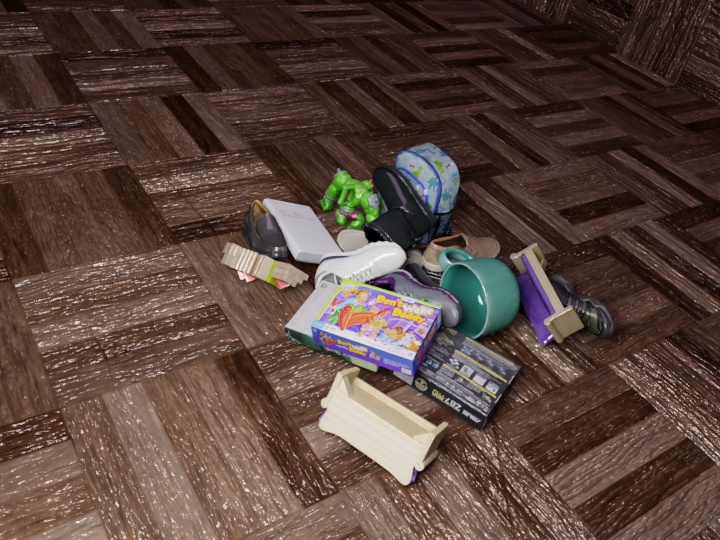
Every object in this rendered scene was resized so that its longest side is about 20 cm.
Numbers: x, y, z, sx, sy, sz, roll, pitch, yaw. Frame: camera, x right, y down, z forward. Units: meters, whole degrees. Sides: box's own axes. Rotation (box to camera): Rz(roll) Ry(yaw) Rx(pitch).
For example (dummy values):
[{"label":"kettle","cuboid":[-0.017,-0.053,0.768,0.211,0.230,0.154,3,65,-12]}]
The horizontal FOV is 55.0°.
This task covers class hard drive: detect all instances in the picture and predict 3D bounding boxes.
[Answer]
[{"label":"hard drive","cuboid":[-0.126,-0.086,1.533,0.130,0.026,0.201,8,34,-39]}]

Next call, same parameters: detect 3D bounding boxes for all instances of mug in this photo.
[{"label":"mug","cuboid":[0.245,0.035,1.393,0.113,0.189,0.151,-10,-2,-30]}]

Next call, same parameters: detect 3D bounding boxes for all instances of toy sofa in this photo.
[{"label":"toy sofa","cuboid":[0.373,0.051,1.440,0.097,0.083,0.202,-30,45,14]},{"label":"toy sofa","cuboid":[0.035,0.253,1.139,0.198,0.099,0.083,29,12,20]}]

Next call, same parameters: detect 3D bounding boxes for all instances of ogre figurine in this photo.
[{"label":"ogre figurine","cuboid":[-0.015,-0.150,1.600,0.097,0.121,0.201,-7,42,-24]}]

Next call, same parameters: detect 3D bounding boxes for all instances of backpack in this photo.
[{"label":"backpack","cuboid":[0.136,-0.181,1.617,0.145,0.202,0.183,-19,48,-35]}]

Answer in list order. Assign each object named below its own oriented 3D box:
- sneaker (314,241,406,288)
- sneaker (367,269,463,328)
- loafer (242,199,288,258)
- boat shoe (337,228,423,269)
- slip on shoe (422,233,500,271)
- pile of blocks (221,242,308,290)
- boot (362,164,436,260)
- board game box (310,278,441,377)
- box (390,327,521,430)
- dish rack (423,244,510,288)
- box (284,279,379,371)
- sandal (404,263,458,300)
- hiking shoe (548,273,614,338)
[{"label":"sneaker","cuboid":[0.000,0.000,1.413,0.197,0.077,0.081,-14,30,21]},{"label":"sneaker","cuboid":[0.102,0.064,1.324,0.087,0.076,0.199,-14,29,-39]},{"label":"loafer","cuboid":[-0.204,-0.086,1.466,0.072,0.073,0.200,-5,27,-30]},{"label":"boat shoe","cuboid":[0.045,-0.051,1.539,0.197,0.074,0.063,17,29,-2]},{"label":"slip on shoe","cuboid":[0.225,-0.050,1.506,0.197,0.061,0.076,-9,40,-23]},{"label":"pile of blocks","cuboid":[-0.203,0.004,1.411,0.197,0.082,0.063,20,80,24]},{"label":"boot","cuboid":[0.061,-0.119,1.480,0.199,0.073,0.162,49,52,1]},{"label":"board game box","cuboid":[0.029,0.097,1.235,0.197,0.045,0.135,16,46,22]},{"label":"box","cuboid":[0.178,0.185,1.288,0.198,0.050,0.161,29,42,20]},{"label":"dish rack","cuboid":[0.237,0.003,1.536,0.197,0.055,0.154,16,36,7]},{"label":"box","cuboid":[-0.023,0.100,1.301,0.197,0.037,0.145,16,46,26]},{"label":"sandal","cuboid":[0.139,0.058,1.425,0.042,0.077,0.200,-9,32,-29]},{"label":"hiking shoe","cuboid":[0.448,0.091,1.482,0.100,0.077,0.200,-24,42,-23]}]
